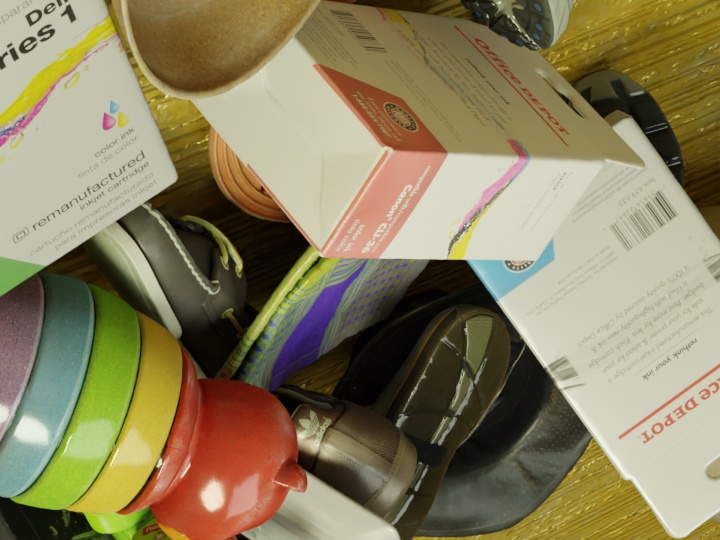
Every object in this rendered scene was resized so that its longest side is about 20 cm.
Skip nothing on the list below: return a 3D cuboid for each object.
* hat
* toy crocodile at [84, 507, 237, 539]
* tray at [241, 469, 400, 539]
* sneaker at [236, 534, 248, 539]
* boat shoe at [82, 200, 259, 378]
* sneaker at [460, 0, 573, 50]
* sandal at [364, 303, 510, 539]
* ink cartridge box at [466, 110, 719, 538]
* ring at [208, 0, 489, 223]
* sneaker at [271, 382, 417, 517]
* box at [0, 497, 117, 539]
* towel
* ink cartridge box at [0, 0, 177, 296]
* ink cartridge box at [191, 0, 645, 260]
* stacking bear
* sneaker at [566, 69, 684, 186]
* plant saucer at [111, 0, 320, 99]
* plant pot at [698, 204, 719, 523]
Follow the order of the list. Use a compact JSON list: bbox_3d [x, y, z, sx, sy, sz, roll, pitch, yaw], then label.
[{"bbox_3d":[0.050,0.066,1.456,0.200,0.081,0.201,-16,130,-20],"label":"hat"},{"bbox_3d":[-0.091,0.140,1.261,0.062,0.200,0.068,-33,114,-15],"label":"toy crocodile"},{"bbox_3d":[-0.060,0.113,1.281,0.022,0.199,0.108,-51,155,-20],"label":"tray"},{"bbox_3d":[-0.067,0.204,1.540,0.080,0.074,0.200,-36,149,25],"label":"sneaker"},{"bbox_3d":[-0.088,0.005,1.233,0.061,0.072,0.201,-40,158,-9],"label":"boat shoe"},{"bbox_3d":[0.074,-0.200,1.141,0.085,0.077,0.200,-49,149,-27],"label":"sneaker"},{"bbox_3d":[0.007,0.099,1.370,0.082,0.055,0.201,25,99,-45],"label":"sandal"},{"bbox_3d":[0.152,0.029,1.335,0.116,0.200,0.067,-35,-175,2],"label":"ink cartridge box"},{"bbox_3d":[0.008,-0.103,1.239,0.200,0.019,0.201,-29,148,-20],"label":"ring"},{"bbox_3d":[-0.044,0.083,1.325,0.075,0.200,0.071,36,73,-26],"label":"sneaker"},{"bbox_3d":[-0.130,0.220,1.342,0.104,0.200,0.182,-49,150,20],"label":"box"},{"bbox_3d":[0.000,0.000,1.275,0.144,0.023,0.200,-54,170,25],"label":"towel"},{"bbox_3d":[-0.173,-0.077,1.007,0.144,0.084,0.200,-34,149,-9],"label":"ink cartridge box"},{"bbox_3d":[0.032,-0.065,1.182,0.199,0.117,0.068,1,131,-48],"label":"ink cartridge box"},{"bbox_3d":[-0.121,0.069,1.156,0.199,0.121,0.114,22,84,-23],"label":"stacking bear"},{"bbox_3d":[0.150,-0.014,1.403,0.075,0.201,0.079,-13,-172,1],"label":"sneaker"},{"bbox_3d":[-0.050,-0.169,1.013,0.200,0.035,0.201,-48,152,-35],"label":"plant saucer"},{"bbox_3d":[0.218,0.039,1.520,0.134,0.201,0.200,31,109,-36],"label":"plant pot"}]
